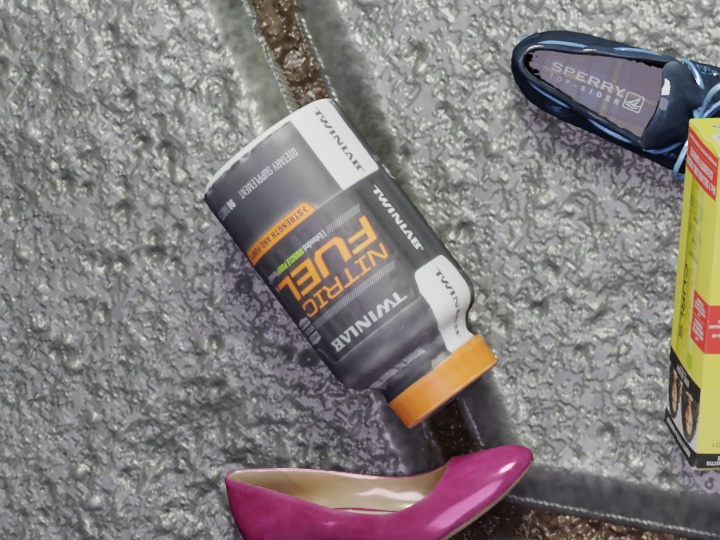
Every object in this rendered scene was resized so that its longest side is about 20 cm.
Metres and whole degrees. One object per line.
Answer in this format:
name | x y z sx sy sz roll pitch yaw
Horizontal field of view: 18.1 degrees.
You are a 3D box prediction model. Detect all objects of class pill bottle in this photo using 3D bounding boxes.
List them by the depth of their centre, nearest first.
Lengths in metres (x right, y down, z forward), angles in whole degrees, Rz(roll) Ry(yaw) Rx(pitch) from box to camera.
pill bottle | 0.000 0.000 1.412 0.106 0.106 0.200 -38 85 14

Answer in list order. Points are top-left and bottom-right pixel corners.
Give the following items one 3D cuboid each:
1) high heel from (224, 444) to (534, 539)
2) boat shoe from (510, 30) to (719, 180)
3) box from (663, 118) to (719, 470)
high heel | 0.010 0.134 1.441 0.200 0.067 0.096 -28 98 27
boat shoe | 0.184 -0.093 1.377 0.200 0.069 0.084 12 97 11
box | 0.220 0.014 1.344 0.050 0.075 0.200 -1 112 -7
